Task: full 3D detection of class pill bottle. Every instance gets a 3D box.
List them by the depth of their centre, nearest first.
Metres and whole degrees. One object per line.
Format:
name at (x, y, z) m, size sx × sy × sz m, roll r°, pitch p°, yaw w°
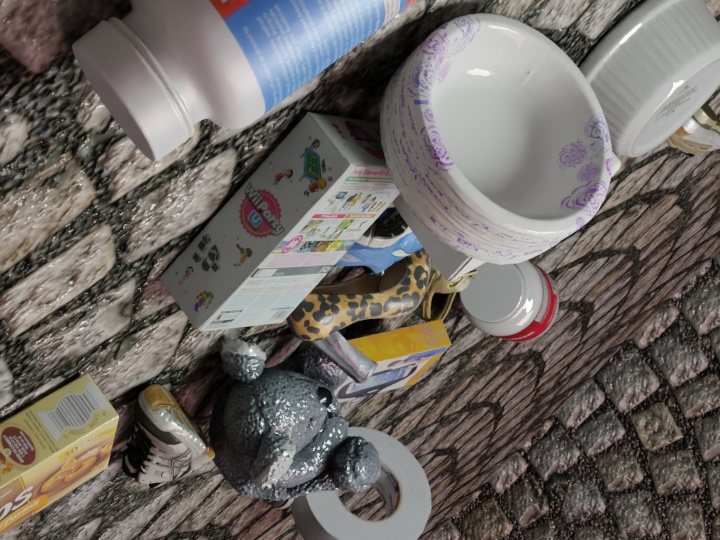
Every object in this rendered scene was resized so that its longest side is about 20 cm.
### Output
pill bottle at (-0.065, -0.155, 0.827) m, size 0.199 × 0.112 × 0.112 m, roll -39°, pitch 163°, yaw -12°
pill bottle at (0.196, 0.034, 1.880) m, size 0.112 × 0.113 × 0.200 m, roll -43°, pitch 163°, yaw 9°

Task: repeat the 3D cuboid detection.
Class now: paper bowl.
paper bowl at (0.106, -0.104, 1.184) m, size 0.199 × 0.202 × 0.104 m, roll -28°, pitch 173°, yaw -37°

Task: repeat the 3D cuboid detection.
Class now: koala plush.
koala plush at (-0.090, 0.159, 1.475) m, size 0.181 × 0.180 × 0.200 m, roll -17°, pitch 167°, yaw 4°

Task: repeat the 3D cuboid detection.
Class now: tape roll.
tape roll at (0.001, 0.329, 2.036) m, size 0.199 × 0.201 × 0.066 m, roll -28°, pitch 159°, yaw -37°

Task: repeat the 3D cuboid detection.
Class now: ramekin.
ramekin at (0.328, -0.216, 1.577) m, size 0.201 × 0.094 × 0.203 m, roll -37°, pitch 163°, yaw -14°

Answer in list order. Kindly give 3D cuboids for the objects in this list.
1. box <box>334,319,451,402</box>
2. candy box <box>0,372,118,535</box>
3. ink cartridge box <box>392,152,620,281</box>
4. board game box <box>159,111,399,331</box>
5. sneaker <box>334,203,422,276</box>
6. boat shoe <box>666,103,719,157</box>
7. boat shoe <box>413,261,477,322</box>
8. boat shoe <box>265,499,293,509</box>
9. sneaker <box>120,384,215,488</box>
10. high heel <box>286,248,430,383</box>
box at (-0.001, 0.118, 1.687) m, size 0.198 × 0.042 × 0.119 m, roll -14°, pitch 158°, yaw -29°
candy box at (-0.310, 0.181, 1.226) m, size 0.199 × 0.055 × 0.116 m, roll -31°, pitch 161°, yaw -30°
ink cartridge box at (0.123, -0.101, 1.317) m, size 0.199 × 0.147 × 0.084 m, roll -27°, pitch 166°, yaw -36°
board game box at (-0.059, -0.040, 1.218) m, size 0.200 × 0.064 × 0.147 m, roll -46°, pitch 164°, yaw 19°
sneaker at (0.031, -0.047, 1.405) m, size 0.199 × 0.079 × 0.089 m, roll -12°, pitch 158°, yaw -47°
boat shoe at (0.470, -0.200, 1.986) m, size 0.068 × 0.075 × 0.199 m, roll -39°, pitch 158°, yaw 19°
boat shoe at (0.104, -0.004, 1.659) m, size 0.074 × 0.067 × 0.201 m, roll -32°, pitch 161°, yaw -28°
boat shoe at (-0.109, 0.270, 1.924) m, size 0.061 × 0.074 × 0.200 m, roll 13°, pitch 150°, yaw -13°
sneaker at (-0.205, 0.180, 1.426) m, size 0.087 × 0.076 × 0.200 m, roll -33°, pitch 160°, yaw -8°
high heel at (0.000, 0.000, 1.485) m, size 0.142 × 0.071 × 0.202 m, roll 42°, pitch 65°, yaw -36°
